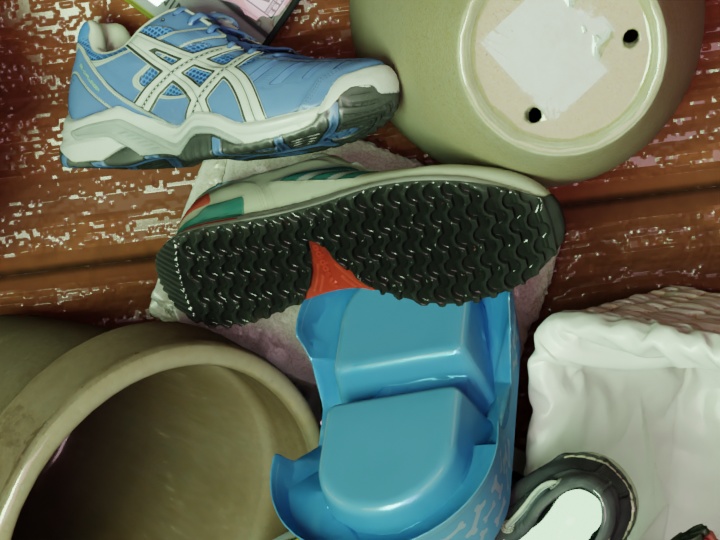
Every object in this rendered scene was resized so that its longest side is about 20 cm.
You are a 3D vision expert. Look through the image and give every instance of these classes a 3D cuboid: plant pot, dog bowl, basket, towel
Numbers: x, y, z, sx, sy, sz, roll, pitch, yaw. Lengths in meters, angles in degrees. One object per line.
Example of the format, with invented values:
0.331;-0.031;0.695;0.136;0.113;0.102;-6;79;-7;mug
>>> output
-0.144;0.103;1.019;0.199;0.174;0.202;-19;120;-36;plant pot
0.023;0.065;0.962;0.110;0.201;0.050;-10;133;19;dog bowl
0.197;0.117;1.014;0.197;0.160;0.202;10;105;28;basket
0.000;0.000;1.060;0.198;0.034;0.134;20;79;-5;towel
0.086;-0.116;0.972;0.185;0.200;0.189;0;103;1;plant pot

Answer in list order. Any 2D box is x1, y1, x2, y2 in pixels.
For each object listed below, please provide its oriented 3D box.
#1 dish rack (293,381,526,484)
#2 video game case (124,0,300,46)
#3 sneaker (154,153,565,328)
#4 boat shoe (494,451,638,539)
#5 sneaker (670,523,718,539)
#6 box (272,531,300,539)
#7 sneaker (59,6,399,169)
0.000;0.140;1.109;0.199;0.044;0.173;29;102;-6;dish rack
-0.077;-0.229;1.036;0.180;0.026;0.201;35;100;-7;video game case
0.002;-0.031;0.979;0.198;0.094;0.071;-9;123;18;sneaker
0.045;0.158;0.945;0.200;0.063;0.073;-42;82;7;boat shoe
0.108;0.207;0.945;0.082;0.078;0.200;51;121;11;sneaker
0.025;0.207;1.043;0.136;0.040;0.202;-25;116;-27;box
-0.071;-0.091;0.998;0.198;0.075;0.078;-2;90;31;sneaker
